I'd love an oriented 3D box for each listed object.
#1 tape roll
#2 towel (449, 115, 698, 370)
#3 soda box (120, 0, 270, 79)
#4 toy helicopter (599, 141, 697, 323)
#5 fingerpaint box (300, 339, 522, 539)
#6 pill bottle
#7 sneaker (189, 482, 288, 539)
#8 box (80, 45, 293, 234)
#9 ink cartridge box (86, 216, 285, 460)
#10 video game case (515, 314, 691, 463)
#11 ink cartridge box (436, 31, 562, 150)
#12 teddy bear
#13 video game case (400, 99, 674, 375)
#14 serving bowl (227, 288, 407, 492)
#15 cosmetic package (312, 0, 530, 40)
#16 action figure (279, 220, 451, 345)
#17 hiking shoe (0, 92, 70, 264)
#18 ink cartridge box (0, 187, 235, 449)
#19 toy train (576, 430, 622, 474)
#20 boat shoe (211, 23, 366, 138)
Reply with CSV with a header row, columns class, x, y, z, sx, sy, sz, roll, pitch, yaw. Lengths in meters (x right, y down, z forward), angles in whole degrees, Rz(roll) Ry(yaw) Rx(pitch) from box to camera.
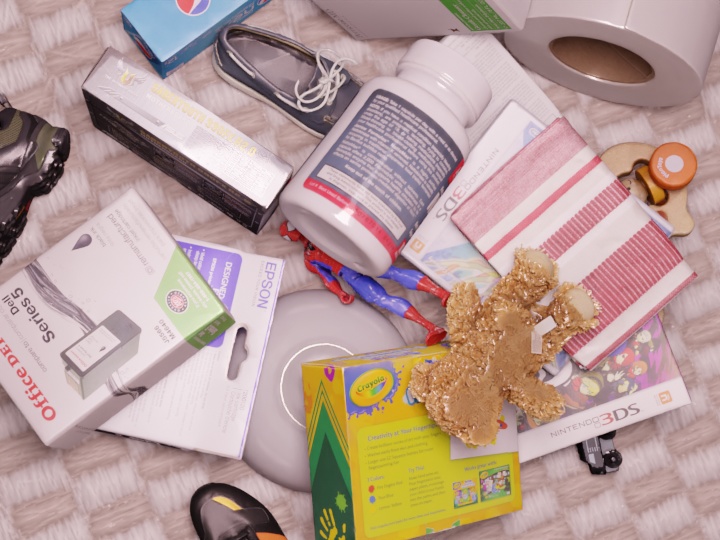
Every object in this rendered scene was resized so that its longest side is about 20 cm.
class,x,y,z,sx,sy,sz,roll,pitch,yaw
tape roll,0.255,-0.264,1.309,0.202,0.203,0.139,20,80,-5
towel,0.199,-0.024,1.253,0.144,0.023,0.200,-41,93,2
soda box,-0.137,-0.280,1.326,0.200,0.064,0.068,-38,89,-11
toy helicopter,0.268,-0.031,1.342,0.132,0.079,0.200,0,78,4
fingerpaint box,0.049,0.156,1.242,0.200,0.073,0.167,-7,94,-36
pill bottle,0.029,-0.106,1.215,0.120,0.120,0.200,37,78,-2
sneaker,-0.086,0.281,1.248,0.070,0.090,0.200,-35,89,-10
box,-0.162,-0.118,1.255,0.200,0.158,0.048,33,80,-2
ink cartridge box,-0.186,0.066,1.274,0.200,0.043,0.198,12,81,4
video game case,0.204,0.067,1.311,0.181,0.036,0.200,-21,84,10
ink cartridge box,0.115,-0.125,1.320,0.160,0.047,0.200,-44,99,-10
teddy bear,0.130,0.069,1.208,0.145,0.067,0.200,29,74,-13
video game case,0.165,-0.031,1.274,0.200,0.022,0.182,38,95,-2
serving bowl,-0.038,0.115,1.289,0.200,0.066,0.200,1,84,-7
cosmetic package,0.056,-0.284,1.275,0.108,0.200,0.085,32,68,-47
action figure,0.000,0.000,1.286,0.200,0.052,0.065,30,112,28
hiking shoe,-0.365,-0.071,1.272,0.101,0.076,0.200,31,71,6
ink cartridge box,-0.238,0.046,1.214,0.200,0.084,0.146,-38,82,-4
toy train,0.220,0.107,1.343,0.046,0.034,0.200,-12,85,3
boat shoe,-0.051,-0.188,1.326,0.200,0.062,0.075,30,74,-5
